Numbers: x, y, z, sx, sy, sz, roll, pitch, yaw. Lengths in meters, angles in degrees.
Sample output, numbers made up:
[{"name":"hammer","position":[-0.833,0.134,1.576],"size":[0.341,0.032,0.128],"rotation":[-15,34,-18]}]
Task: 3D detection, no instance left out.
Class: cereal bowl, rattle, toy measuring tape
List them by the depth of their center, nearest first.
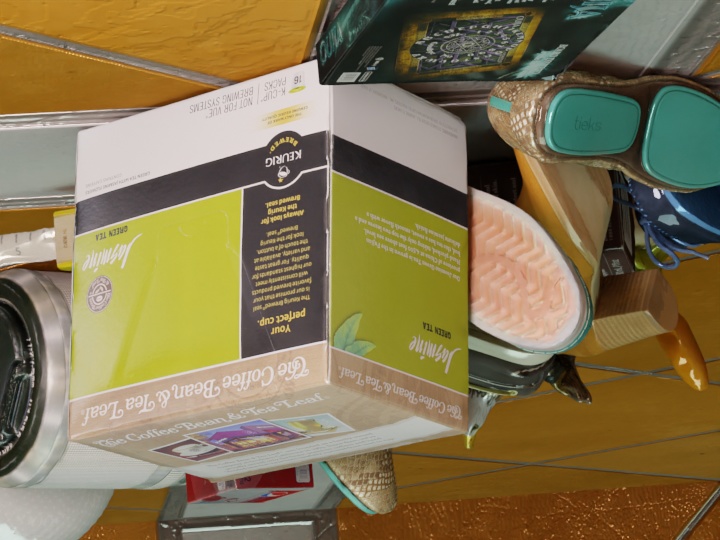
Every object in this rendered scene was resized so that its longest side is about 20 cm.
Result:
[{"name":"toy measuring tape","position":[-0.178,-0.015,1.786],"size":[0.200,0.074,0.074],"rotation":[-9,168,18]},{"name":"rattle","position":[0.135,0.026,1.960],"size":[0.200,0.143,0.130],"rotation":[-8,-176,-12]},{"name":"cereal bowl","position":[-0.266,0.122,2.115],"size":[0.200,0.200,0.083],"rotation":[4,156,-37]}]

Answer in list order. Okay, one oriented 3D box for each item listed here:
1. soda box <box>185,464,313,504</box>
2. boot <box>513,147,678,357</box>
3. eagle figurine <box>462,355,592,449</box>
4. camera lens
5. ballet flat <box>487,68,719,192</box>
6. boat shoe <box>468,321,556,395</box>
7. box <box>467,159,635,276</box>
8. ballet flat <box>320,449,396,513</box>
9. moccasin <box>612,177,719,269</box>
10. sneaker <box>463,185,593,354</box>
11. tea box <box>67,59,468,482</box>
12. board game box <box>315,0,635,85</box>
[{"name":"soda box","position":[-0.082,0.054,1.830],"size":[0.063,0.200,0.070],"rotation":[2,167,-32]},{"name":"boot","position":[0.096,-0.015,1.710],"size":[0.144,0.071,0.201],"rotation":[-11,130,34]},{"name":"eagle figurine","position":[0.082,0.068,2.093],"size":[0.200,0.151,0.152],"rotation":[5,162,-33]},{"name":"camera lens","position":[-0.196,0.082,2.024],"size":[0.200,0.160,0.160],"rotation":[4,166,-37]},{"name":"ballet flat","position":[0.150,-0.090,1.611],"size":[0.065,0.071,0.200],"rotation":[22,-173,43]},{"name":"boat shoe","position":[0.026,0.021,1.697],"size":[0.201,0.072,0.061],"rotation":[24,141,8]},{"name":"box","position":[0.080,-0.027,1.826],"size":[0.200,0.075,0.100],"rotation":[-5,168,10]},{"name":"ballet flat","position":[-0.028,0.065,1.735],"size":[0.065,0.200,0.071],"rotation":[-38,-173,16]},{"name":"moccasin","position":[0.210,-0.037,1.753],"size":[0.068,0.081,0.200],"rotation":[-26,167,23]},{"name":"sneaker","position":[0.078,-0.008,1.619],"size":[0.080,0.071,0.200],"rotation":[28,-171,-49]},{"name":"tea box","position":[-0.054,0.005,1.580],"size":[0.200,0.197,0.134],"rotation":[-13,157,37]},{"name":"board game box","position":[0.065,-0.136,1.389],"size":[0.135,0.028,0.200],"rotation":[-2,168,-15]}]
